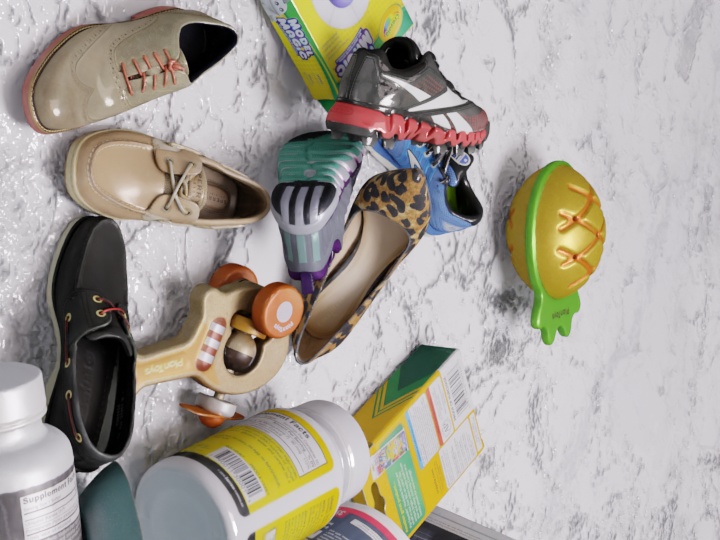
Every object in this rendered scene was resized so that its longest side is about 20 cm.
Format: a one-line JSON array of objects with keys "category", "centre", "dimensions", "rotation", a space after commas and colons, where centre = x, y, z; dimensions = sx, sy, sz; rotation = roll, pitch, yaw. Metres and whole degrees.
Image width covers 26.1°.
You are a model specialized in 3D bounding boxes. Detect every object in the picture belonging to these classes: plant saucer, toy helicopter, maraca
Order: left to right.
[{"category": "plant saucer", "centre": [-0.187, 0.244, 1.154], "dimensions": [0.036, 0.200, 0.202], "rotation": [-6, 101, -18]}, {"category": "toy helicopter", "centre": [-0.140, 0.078, 1.285], "dimensions": [0.199, 0.079, 0.133], "rotation": [-14, 115, -42]}, {"category": "maraca", "centre": [0.216, -0.021, 1.715], "dimensions": [0.137, 0.106, 0.202], "rotation": [-15, 107, -53]}]

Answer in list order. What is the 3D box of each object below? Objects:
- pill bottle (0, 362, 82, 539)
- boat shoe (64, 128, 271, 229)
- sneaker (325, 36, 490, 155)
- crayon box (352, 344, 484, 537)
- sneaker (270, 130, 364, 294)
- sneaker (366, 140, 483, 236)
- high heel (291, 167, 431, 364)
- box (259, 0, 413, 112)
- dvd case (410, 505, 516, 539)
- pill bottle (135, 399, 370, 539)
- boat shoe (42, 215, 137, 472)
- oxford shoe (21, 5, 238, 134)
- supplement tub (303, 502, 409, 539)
[{"category": "pill bottle", "centre": [-0.252, 0.171, 1.088], "dimensions": [0.110, 0.110, 0.202], "rotation": [-20, 110, -51]}, {"category": "boat shoe", "centre": [-0.150, -0.071, 1.238], "dimensions": [0.199, 0.064, 0.072], "rotation": [7, 89, -54]}, {"category": "sneaker", "centre": [0.053, -0.157, 1.393], "dimensions": [0.200, 0.071, 0.099], "rotation": [2, 101, -48]}, {"category": "crayon box", "centre": [0.043, 0.181, 1.550], "dimensions": [0.200, 0.051, 0.127], "rotation": [-44, 128, -43]}, {"category": "sneaker", "centre": [-0.040, -0.056, 1.362], "dimensions": [0.200, 0.074, 0.088], "rotation": [-66, 156, -62]}, {"category": "sneaker", "centre": [0.065, -0.120, 1.507], "dimensions": [0.079, 0.089, 0.201], "rotation": [-56, 129, -34]}, {"category": "high heel", "centre": [0.000, 0.000, 1.372], "dimensions": [0.071, 0.200, 0.143], "rotation": [30, 57, -4]}, {"category": "box", "centre": [-0.028, -0.243, 1.379], "dimensions": [0.118, 0.048, 0.201], "rotation": [-51, 129, -29]}, {"category": "dvd case", "centre": [0.064, 0.317, 1.513], "dimensions": [0.200, 0.149, 0.025], "rotation": [-47, 146, -41]}, {"category": "pill bottle", "centre": [-0.086, 0.184, 1.319], "dimensions": [0.199, 0.114, 0.115], "rotation": [-21, 111, -51]}, {"category": "boat shoe", "centre": [-0.197, 0.051, 1.170], "dimensions": [0.073, 0.063, 0.203], "rotation": [25, 59, -45]}, {"category": "oxford shoe", "centre": [-0.173, -0.159, 1.186], "dimensions": [0.200, 0.074, 0.071], "rotation": [-40, 126, -44]}, {"category": "supplement tub", "centre": [-0.046, 0.302, 1.365], "dimensions": [0.199, 0.139, 0.142], "rotation": [-25, 114, -50]}]
